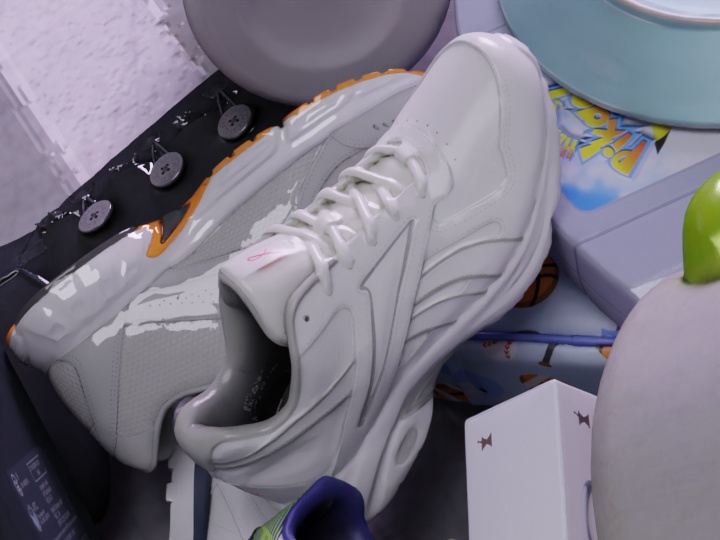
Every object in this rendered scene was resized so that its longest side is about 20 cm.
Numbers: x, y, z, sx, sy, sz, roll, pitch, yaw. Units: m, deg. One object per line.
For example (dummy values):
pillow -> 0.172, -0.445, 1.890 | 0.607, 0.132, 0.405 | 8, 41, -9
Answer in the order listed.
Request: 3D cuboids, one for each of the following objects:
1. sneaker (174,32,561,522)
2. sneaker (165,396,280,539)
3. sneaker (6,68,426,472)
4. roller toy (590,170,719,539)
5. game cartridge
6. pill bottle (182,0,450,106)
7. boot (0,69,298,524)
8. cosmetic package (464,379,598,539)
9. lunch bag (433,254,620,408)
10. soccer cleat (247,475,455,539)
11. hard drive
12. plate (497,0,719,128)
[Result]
sneaker -> 0.000, 0.000, 0.816 | 0.078, 0.099, 0.201 | 31, 97, 48
sneaker -> -0.033, 0.136, 0.875 | 0.080, 0.077, 0.201 | -5, 63, 7
sneaker -> -0.036, 0.001, 0.888 | 0.199, 0.076, 0.092 | -36, 89, -2
roller toy -> 0.177, 0.074, 0.721 | 0.139, 0.200, 0.183 | -18, 39, 37
game cartridge -> 0.115, -0.063, 0.864 | 0.133, 0.041, 0.201 | -27, 49, 1
pill bottle -> -0.025, -0.166, 0.976 | 0.112, 0.113, 0.201 | -20, 34, 8
boot -> -0.079, 0.003, 0.958 | 0.199, 0.066, 0.165 | -33, 50, -3
cosmetic package -> 0.107, 0.154, 0.765 | 0.052, 0.150, 0.201 | -30, 51, 42
lunch bag -> 0.102, -0.022, 0.906 | 0.199, 0.076, 0.161 | 6, 62, 20
soccer cleat -> 0.015, 0.129, 0.717 | 0.084, 0.065, 0.200 | -57, 35, 3
hard drive -> -0.134, 0.078, 0.815 | 0.033, 0.140, 0.201 | -27, 92, 2
plate -> 0.148, -0.138, 0.874 | 0.199, 0.026, 0.201 | -9, 50, 11
